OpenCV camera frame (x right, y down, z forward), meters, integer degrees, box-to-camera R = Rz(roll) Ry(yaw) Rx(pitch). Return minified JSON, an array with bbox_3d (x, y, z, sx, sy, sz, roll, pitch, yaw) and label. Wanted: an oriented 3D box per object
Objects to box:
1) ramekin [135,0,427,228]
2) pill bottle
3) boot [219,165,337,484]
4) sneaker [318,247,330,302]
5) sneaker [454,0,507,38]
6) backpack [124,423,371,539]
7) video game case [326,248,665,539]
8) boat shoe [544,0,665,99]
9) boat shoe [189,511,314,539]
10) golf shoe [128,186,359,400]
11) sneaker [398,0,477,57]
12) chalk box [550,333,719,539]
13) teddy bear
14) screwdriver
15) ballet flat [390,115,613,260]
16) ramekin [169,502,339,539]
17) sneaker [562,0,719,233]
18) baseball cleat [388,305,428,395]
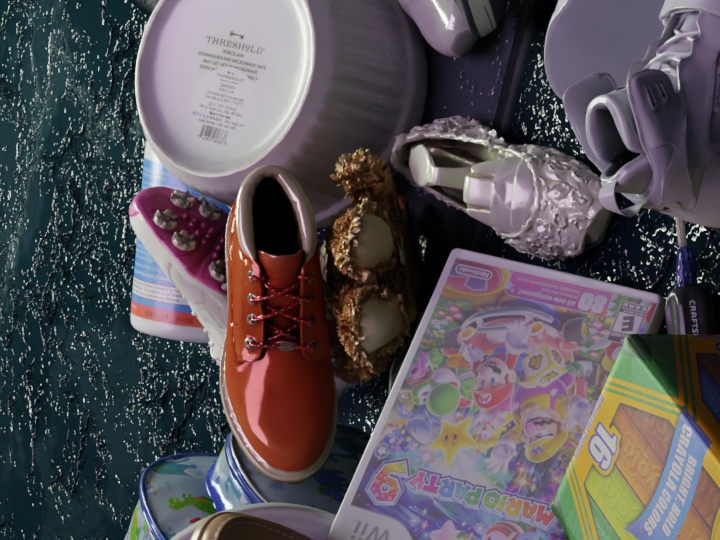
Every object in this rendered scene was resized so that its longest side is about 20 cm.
[{"bbox_3d":[-0.063,-0.133,1.622,0.200,0.105,0.201,-6,79,34],"label":"ramekin"},{"bbox_3d":[-0.112,-0.050,1.772,0.112,0.112,0.200,16,103,60],"label":"pill bottle"},{"bbox_3d":[-0.054,0.032,1.483,0.107,0.075,0.200,111,153,-75],"label":"boot"},{"bbox_3d":[-0.052,0.041,1.686,0.200,0.083,0.071,-54,48,47],"label":"sneaker"},{"bbox_3d":[0.110,-0.223,1.419,0.077,0.146,0.202,62,177,20],"label":"sneaker"},{"bbox_3d":[-0.054,0.187,1.559,0.183,0.200,0.147,55,134,49],"label":"backpack"},{"bbox_3d":[0.079,0.090,1.359,0.143,0.018,0.200,14,71,31],"label":"video game case"},{"bbox_3d":[0.160,-0.184,1.352,0.065,0.073,0.200,-72,3,-50],"label":"boat shoe"},{"bbox_3d":[-0.005,0.193,1.332,0.065,0.200,0.071,-32,32,53],"label":"boat shoe"},{"bbox_3d":[-0.089,0.028,1.599,0.200,0.075,0.092,42,129,5],"label":"golf shoe"},{"bbox_3d":[0.024,-0.217,1.576,0.070,0.080,0.200,-60,41,37],"label":"sneaker"},{"bbox_3d":[0.205,0.139,1.173,0.200,0.124,0.125,57,136,46],"label":"chalk box"},{"bbox_3d":[0.000,0.000,1.514,0.200,0.067,0.145,-86,-15,-67],"label":"teddy bear"},{"bbox_3d":[0.185,-0.029,1.325,0.029,0.028,0.200,-5,81,30],"label":"screwdriver"},{"bbox_3d":[0.080,-0.052,1.475,0.200,0.072,0.072,27,111,58],"label":"ballet flat"},{"bbox_3d":[-0.060,0.235,1.420,0.094,0.202,0.203,-163,77,-77],"label":"ramekin"},{"bbox_3d":[0.176,-0.118,1.254,0.075,0.115,0.200,-2,86,61],"label":"sneaker"},{"bbox_3d":[0.051,0.078,1.465,0.200,0.070,0.107,-98,26,-59],"label":"baseball cleat"}]
